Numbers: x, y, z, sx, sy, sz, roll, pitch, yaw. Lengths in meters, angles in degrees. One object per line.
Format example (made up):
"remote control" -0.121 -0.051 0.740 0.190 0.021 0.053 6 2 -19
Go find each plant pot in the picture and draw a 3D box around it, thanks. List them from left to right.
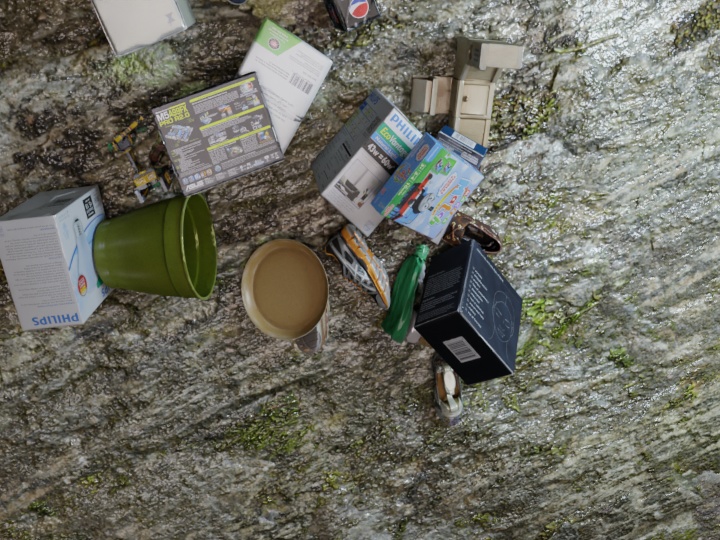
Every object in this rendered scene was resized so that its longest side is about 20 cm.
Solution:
"plant pot" -0.393 -0.040 1.345 0.187 0.201 0.206 -4 111 6
"plant pot" -0.151 0.038 1.443 0.194 0.027 0.207 1 94 19

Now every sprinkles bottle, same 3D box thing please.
"sprinkles bottle" 0.189 0.147 1.554 0.195 0.068 0.070 18 107 -15

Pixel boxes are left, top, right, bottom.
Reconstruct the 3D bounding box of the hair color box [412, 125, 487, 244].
"hair color box" 0.158 -0.165 1.379 0.098 0.061 0.203 28 119 6

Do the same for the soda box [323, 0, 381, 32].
"soda box" -0.019 -0.463 1.230 0.069 0.201 0.065 -24 113 1

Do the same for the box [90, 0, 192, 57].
"box" -0.360 -0.442 1.184 0.125 0.201 0.111 -22 113 0

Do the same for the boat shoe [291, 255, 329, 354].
"boat shoe" -0.101 0.069 1.483 0.074 0.071 0.207 5 95 25

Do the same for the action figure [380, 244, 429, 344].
"action figure" 0.104 0.043 1.495 0.053 0.118 0.205 13 99 -27

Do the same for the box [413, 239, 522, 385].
"box" 0.227 0.087 1.445 0.122 0.199 0.200 -22 123 38

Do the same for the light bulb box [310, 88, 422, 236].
"light bulb box" 0.020 -0.207 1.322 0.124 0.199 0.200 39 102 -23

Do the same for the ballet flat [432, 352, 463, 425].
"ballet flat" 0.200 0.279 1.604 0.070 0.072 0.206 -12 111 -4

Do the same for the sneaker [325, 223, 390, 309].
"sneaker" 0.000 0.000 1.475 0.076 0.079 0.202 -27 109 17

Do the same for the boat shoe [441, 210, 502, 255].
"boat shoe" 0.207 -0.086 1.472 0.195 0.071 0.072 16 111 -12

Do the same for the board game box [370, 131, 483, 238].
"board game box" 0.122 -0.143 1.246 0.152 0.037 0.198 -51 149 15

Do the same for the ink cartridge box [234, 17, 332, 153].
"ink cartridge box" -0.162 -0.340 1.314 0.143 0.084 0.203 28 103 -16

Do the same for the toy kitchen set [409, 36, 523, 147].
"toy kitchen set" 0.188 -0.327 1.323 0.158 0.181 0.206 1 111 -8

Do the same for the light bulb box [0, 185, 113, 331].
"light bulb box" -0.552 -0.028 1.301 0.121 0.199 0.206 -5 112 4

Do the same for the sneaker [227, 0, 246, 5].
"sneaker" -0.223 -0.558 1.195 0.075 0.147 0.208 -8 112 -7

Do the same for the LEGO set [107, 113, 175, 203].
"LEGO set" -0.366 -0.217 1.309 0.194 0.116 0.158 -15 112 -3

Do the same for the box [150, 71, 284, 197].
"box" -0.251 -0.243 1.256 0.195 0.044 0.164 -22 111 -7
